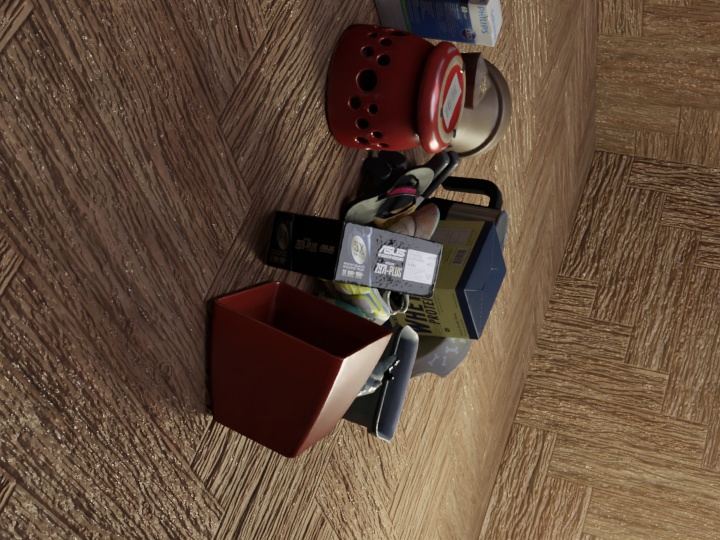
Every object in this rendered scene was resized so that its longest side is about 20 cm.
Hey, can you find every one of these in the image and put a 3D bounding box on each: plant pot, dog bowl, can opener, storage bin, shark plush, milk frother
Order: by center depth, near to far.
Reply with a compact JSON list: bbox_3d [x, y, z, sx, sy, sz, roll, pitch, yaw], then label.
[{"bbox_3d":[-0.099,0.143,1.405,0.200,0.199,0.177,-19,129,-67],"label":"plant pot"},{"bbox_3d":[0.002,0.151,1.559,0.200,0.091,0.084,-10,81,-39],"label":"shark plush"},{"bbox_3d":[0.064,-0.289,1.610,0.200,0.182,0.201,10,90,-68],"label":"plant pot"},{"bbox_3d":[0.009,0.188,1.785,0.146,0.134,0.201,43,61,-67],"label":"storage bin"},{"bbox_3d":[0.155,-0.303,1.847,0.174,0.200,0.201,-14,114,-58],"label":"plant pot"},{"bbox_3d":[0.121,-0.143,1.887,0.053,0.067,0.200,-2,149,-37],"label":"can opener"},{"bbox_3d":[0.121,0.150,1.999,0.059,0.200,0.200,58,41,-27],"label":"dog bowl"},{"bbox_3d":[0.193,-0.117,2.037,0.200,0.188,0.181,9,92,-70],"label":"milk frother"}]

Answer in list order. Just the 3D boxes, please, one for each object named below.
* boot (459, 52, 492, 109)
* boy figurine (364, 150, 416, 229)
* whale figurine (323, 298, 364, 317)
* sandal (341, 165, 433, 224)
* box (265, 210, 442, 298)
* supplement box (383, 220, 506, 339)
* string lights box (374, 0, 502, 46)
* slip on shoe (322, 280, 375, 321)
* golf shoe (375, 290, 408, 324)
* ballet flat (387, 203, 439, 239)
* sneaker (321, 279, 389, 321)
[{"bbox_3d":[0.124,-0.291,1.734,0.064,0.199,0.187,-38,135,-60],"label":"boot"},{"bbox_3d":[0.060,-0.130,1.836,0.124,0.064,0.200,-39,146,-21],"label":"boy figurine"},{"bbox_3d":[-0.043,0.147,1.619,0.159,0.103,0.201,102,-4,-74],"label":"whale figurine"},{"bbox_3d":[0.056,-0.120,1.748,0.200,0.045,0.075,-30,139,-27],"label":"sandal"},{"bbox_3d":[-0.008,-0.024,1.475,0.200,0.164,0.086,11,91,-41],"label":"box"},{"bbox_3d":[0.154,0.014,1.958,0.200,0.199,0.135,-61,143,-40],"label":"supplement box"},{"bbox_3d":[0.130,-0.439,1.672,0.103,0.199,0.059,67,40,-58],"label":"string lights box"},{"bbox_3d":[-0.027,0.020,1.714,0.074,0.061,0.200,-51,140,-11],"label":"slip on shoe"},{"bbox_3d":[0.042,0.054,1.812,0.077,0.088,0.200,-16,148,-20],"label":"golf shoe"},{"bbox_3d":[0.068,-0.045,1.823,0.067,0.068,0.200,13,123,-38],"label":"ballet flat"},{"bbox_3d":[0.000,0.000,1.632,0.200,0.076,0.105,40,78,-39],"label":"sneaker"}]
